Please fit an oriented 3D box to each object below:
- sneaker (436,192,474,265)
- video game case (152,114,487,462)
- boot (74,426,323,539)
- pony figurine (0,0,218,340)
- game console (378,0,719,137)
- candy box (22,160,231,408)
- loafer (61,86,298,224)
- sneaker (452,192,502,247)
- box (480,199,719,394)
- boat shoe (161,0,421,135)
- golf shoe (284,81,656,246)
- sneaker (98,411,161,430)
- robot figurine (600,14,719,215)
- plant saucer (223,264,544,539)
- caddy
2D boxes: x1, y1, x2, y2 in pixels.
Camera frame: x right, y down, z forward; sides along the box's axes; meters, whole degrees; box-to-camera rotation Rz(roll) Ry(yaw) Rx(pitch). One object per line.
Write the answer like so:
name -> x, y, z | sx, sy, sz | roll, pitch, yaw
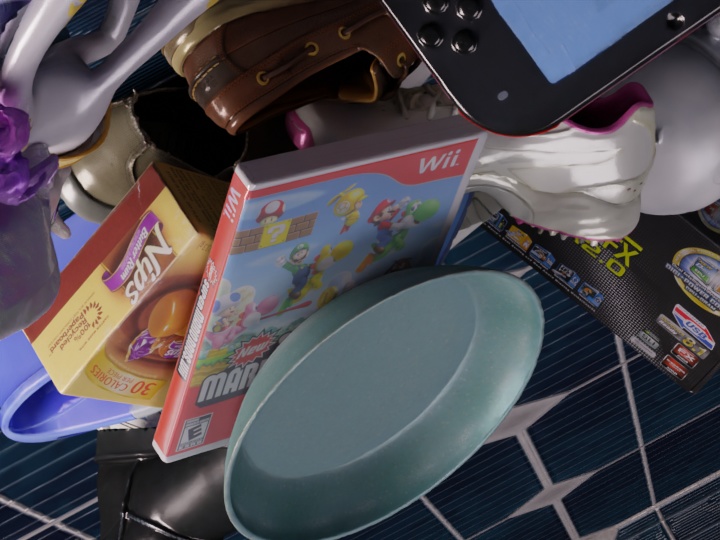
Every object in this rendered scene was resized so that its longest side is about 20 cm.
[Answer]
sneaker -> 0.000, 0.000, 1.230 | 0.082, 0.201, 0.074 | 25, 164, -29
video game case -> -0.023, 0.011, 1.063 | 0.143, 0.017, 0.200 | -15, 142, -33
boot -> -0.095, 0.172, 1.216 | 0.198, 0.163, 0.073 | -8, 165, 44
pony figurine -> -0.153, -0.064, 0.886 | 0.193, 0.167, 0.200 | -15, 144, -56
game console -> 0.086, -0.170, 0.871 | 0.200, 0.177, 0.031 | -34, -169, 20
candy box -> -0.068, 0.018, 1.100 | 0.117, 0.057, 0.200 | -47, 147, 19
loafer -> -0.068, -0.061, 1.098 | 0.200, 0.075, 0.070 | -8, 158, -47
sneaker -> 0.057, -0.055, 1.330 | 0.080, 0.077, 0.200 | -26, 171, -48
box -> 0.177, -0.024, 1.363 | 0.044, 0.200, 0.160 | -48, 174, -28
boat shoe -> -0.001, -0.114, 1.059 | 0.199, 0.068, 0.072 | -18, 160, -29
golf shoe -> 0.062, -0.078, 1.100 | 0.199, 0.075, 0.092 | 11, 122, -13
sneaker -> -0.115, 0.112, 1.323 | 0.073, 0.200, 0.072 | -51, 150, -24
robot figurine -> 0.187, -0.108, 1.211 | 0.200, 0.113, 0.170 | -51, 170, -43
plant saucer -> 0.007, 0.064, 1.108 | 0.199, 0.036, 0.200 | -26, 146, -19
caddy -> -0.128, 0.030, 1.210 | 0.200, 0.105, 0.141 | -33, 163, 17
